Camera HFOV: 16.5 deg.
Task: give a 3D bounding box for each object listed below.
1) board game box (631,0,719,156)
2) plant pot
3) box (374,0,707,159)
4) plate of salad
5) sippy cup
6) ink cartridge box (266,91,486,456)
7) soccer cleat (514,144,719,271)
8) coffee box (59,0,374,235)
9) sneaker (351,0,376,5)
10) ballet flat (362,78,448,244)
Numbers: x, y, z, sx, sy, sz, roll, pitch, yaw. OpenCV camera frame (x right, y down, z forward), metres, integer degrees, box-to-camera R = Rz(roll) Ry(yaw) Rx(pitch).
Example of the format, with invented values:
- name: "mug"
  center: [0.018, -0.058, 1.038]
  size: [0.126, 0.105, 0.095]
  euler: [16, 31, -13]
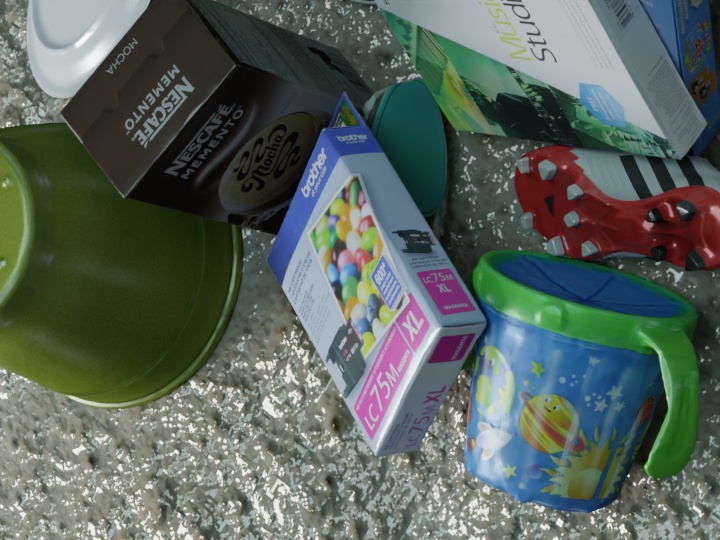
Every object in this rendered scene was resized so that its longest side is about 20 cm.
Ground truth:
- name: "board game box"
  center: [0.138, -0.167, 1.462]
  size: [0.151, 0.200, 0.037]
  euler: [32, 68, 29]
- name: "plant pot"
  center: [-0.213, -0.016, 1.640]
  size: [0.199, 0.193, 0.202]
  euler: [-5, 81, 29]
- name: "box"
  center: [0.098, -0.137, 1.480]
  size: [0.199, 0.145, 0.036]
  euler: [13, 55, 50]
- name: "plate of salad"
  center: [-0.173, -0.213, 1.709]
  size: [0.200, 0.048, 0.201]
  euler: [-29, 53, 47]
- name: "sippy cup"
  center: [0.122, 0.069, 1.480]
  size: [0.139, 0.178, 0.131]
  euler: [12, 102, -5]
- name: "ink cartridge box"
  center: [0.000, 0.000, 1.522]
  size: [0.201, 0.042, 0.120]
  euler: [62, 142, 35]
- name: "soccer cleat"
  center: [0.173, -0.041, 1.499]
  size: [0.200, 0.085, 0.069]
  euler: [14, 116, 53]
- name: "coffee box"
  center: [-0.081, -0.097, 1.570]
  size: [0.113, 0.200, 0.080]
  euler: [-48, 64, 16]
- name: "sneaker"
  center: [-0.032, -0.222, 1.625]
  size: [0.199, 0.084, 0.075]
  euler: [12, 89, 30]
- name: "ballet flat"
  center: [0.017, -0.022, 1.586]
  size: [0.071, 0.072, 0.201]
  euler: [-7, 78, 29]
